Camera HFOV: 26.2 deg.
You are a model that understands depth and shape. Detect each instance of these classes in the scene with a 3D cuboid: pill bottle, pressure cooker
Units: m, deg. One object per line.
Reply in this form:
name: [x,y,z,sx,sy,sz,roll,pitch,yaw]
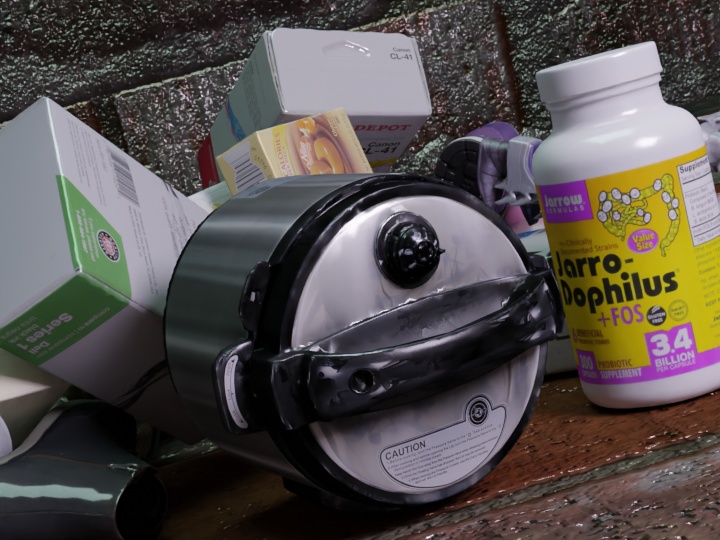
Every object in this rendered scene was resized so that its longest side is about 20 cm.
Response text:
pill bottle: [0.161,-0.028,0.917,0.103,0.203,0.104,-14,6,2]
pressure cooker: [0.000,0.035,0.825,0.199,0.178,0.177,4,61,60]

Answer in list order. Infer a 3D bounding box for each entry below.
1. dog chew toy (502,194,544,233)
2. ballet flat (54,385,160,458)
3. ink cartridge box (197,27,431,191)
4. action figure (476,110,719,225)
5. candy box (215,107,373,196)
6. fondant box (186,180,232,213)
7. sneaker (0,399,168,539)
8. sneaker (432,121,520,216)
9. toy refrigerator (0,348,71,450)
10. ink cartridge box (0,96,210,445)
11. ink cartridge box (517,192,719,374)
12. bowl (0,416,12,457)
dog chew toy: [0.169,-0.026,1.264,0.123,0.126,0.200,-11,17,30]
ballet flat: [-0.210,0.106,1.156,0.074,0.069,0.200,9,-1,-23]
ink cartridge box: [-0.045,-0.122,1.371,0.146,0.087,0.200,-3,-24,-25]
action figure: [0.183,-0.071,1.092,0.198,0.070,0.129,-4,3,42]
candy box: [-0.022,-0.019,1.214,0.055,0.202,0.115,-25,-2,40]
fondant box: [-0.149,0.000,1.294,0.144,0.059,0.200,-27,-10,-37]
sneaker: [-0.152,0.130,0.933,0.105,0.076,0.200,-2,12,15]
sneaker: [0.083,-0.030,1.268,0.075,0.201,0.088,33,33,11]
toy refrigerator: [-0.270,0.098,1.005,0.075,0.070,0.200,-14,-22,-43]
ink cartridge box: [-0.152,0.006,0.988,0.084,0.147,0.200,-33,-40,17]
ink cartridge box: [0.171,0.011,1.075,0.198,0.085,0.146,-12,7,23]
bowl: [-0.305,0.136,0.895,0.198,0.091,0.202,-2,-36,-1]
